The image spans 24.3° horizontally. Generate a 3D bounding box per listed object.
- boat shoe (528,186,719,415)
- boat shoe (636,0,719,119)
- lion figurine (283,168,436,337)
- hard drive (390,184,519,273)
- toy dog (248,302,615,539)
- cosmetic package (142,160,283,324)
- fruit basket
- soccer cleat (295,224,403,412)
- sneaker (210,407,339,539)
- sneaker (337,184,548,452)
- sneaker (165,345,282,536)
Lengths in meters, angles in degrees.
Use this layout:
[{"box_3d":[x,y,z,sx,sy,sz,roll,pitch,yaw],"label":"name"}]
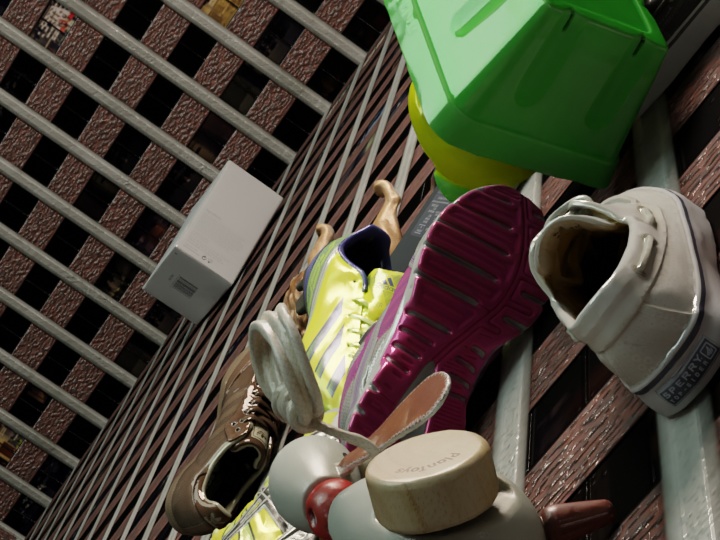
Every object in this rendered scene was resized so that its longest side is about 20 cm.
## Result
[{"box_3d":[0.109,-0.004,0.730,0.071,0.069,0.200,-53,9,18],"label":"boat shoe"},{"box_3d":[0.178,-0.157,0.971,0.200,0.056,0.069,-50,10,38],"label":"boat shoe"},{"box_3d":[0.000,0.000,1.376,0.200,0.072,0.123,-42,23,45],"label":"lion figurine"},{"box_3d":[0.056,-0.019,1.240,0.201,0.033,0.140,-56,8,-1],"label":"hard drive"},{"box_3d":[0.032,0.095,0.691,0.200,0.095,0.133,-132,33,-53],"label":"toy dog"},{"box_3d":[-0.254,-0.046,2.871,0.201,0.122,0.199,-62,10,-31],"label":"cosmetic package"},{"box_3d":[0.071,-0.123,0.987,0.215,0.154,0.218,-25,59,51],"label":"fruit basket"},{"box_3d":[0.001,0.039,1.118,0.084,0.065,0.201,-42,29,20],"label":"soccer cleat"},{"box_3d":[-0.046,0.146,0.959,0.201,0.075,0.076,-64,-32,-55],"label":"sneaker"},{"box_3d":[0.038,0.040,0.943,0.201,0.081,0.088,-58,10,-19],"label":"sneaker"},{"box_3d":[-0.093,0.143,1.444,0.075,0.070,0.201,-11,46,51],"label":"sneaker"}]
